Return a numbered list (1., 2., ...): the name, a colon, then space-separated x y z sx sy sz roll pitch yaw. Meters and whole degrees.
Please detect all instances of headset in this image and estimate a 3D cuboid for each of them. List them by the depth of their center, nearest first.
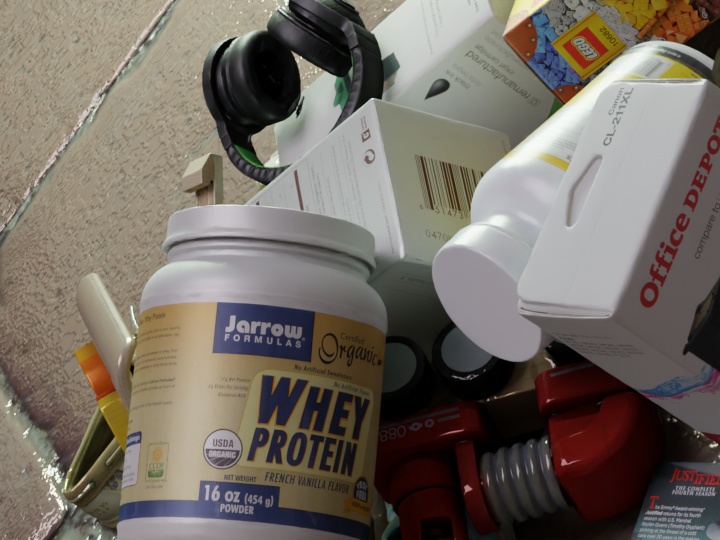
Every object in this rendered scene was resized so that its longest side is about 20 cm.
1. headset: -0.040 -0.139 1.831 0.123 0.094 0.200 -36 53 25

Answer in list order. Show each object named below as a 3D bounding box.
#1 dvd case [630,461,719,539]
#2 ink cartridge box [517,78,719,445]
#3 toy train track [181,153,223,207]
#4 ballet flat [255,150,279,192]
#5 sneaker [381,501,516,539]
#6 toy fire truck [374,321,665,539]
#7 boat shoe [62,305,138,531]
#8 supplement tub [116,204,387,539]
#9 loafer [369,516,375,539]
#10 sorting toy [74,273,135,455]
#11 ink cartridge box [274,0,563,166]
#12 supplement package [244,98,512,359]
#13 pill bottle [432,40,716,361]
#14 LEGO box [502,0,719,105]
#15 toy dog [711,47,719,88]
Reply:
1. dvd case: 0.190 0.201 1.534 0.146 0.022 0.200 -4 61 52
2. ink cartridge box: 0.201 0.004 1.516 0.083 0.200 0.146 5 68 54
3. toy train track: -0.104 0.024 1.734 0.115 0.032 0.200 -20 66 51
4. ballet flat: -0.045 -0.046 2.013 0.069 0.069 0.200 -39 37 27
5. sneaker: 0.046 0.158 1.704 0.074 0.082 0.200 -51 33 9
6. toy fire truck: 0.087 0.121 1.604 0.176 0.129 0.200 -15 54 12
7. boat shoe: -0.163 0.093 2.056 0.073 0.063 0.200 -16 51 47
8. supplement tub: -0.060 0.073 1.582 0.144 0.144 0.200 -9 72 50
9. loafer: -0.051 0.185 1.825 0.200 0.076 0.068 3 59 52
10. sorting toy: -0.130 0.114 1.724 0.036 0.200 0.185 -25 19 -6
11. ink cartridge box: 0.061 -0.101 1.843 0.200 0.146 0.084 -40 37 27
12. supplement package: 0.000 0.000 1.731 0.200 0.117 0.118 -38 53 41
13. pill bottle: 0.135 -0.037 1.589 0.200 0.112 0.112 -41 23 -30
14. LEGO box: 0.183 -0.206 1.768 0.149 0.077 0.200 -36 16 27
15. toy dog: 0.291 -0.143 1.553 0.200 0.140 0.194 -45 21 -5
